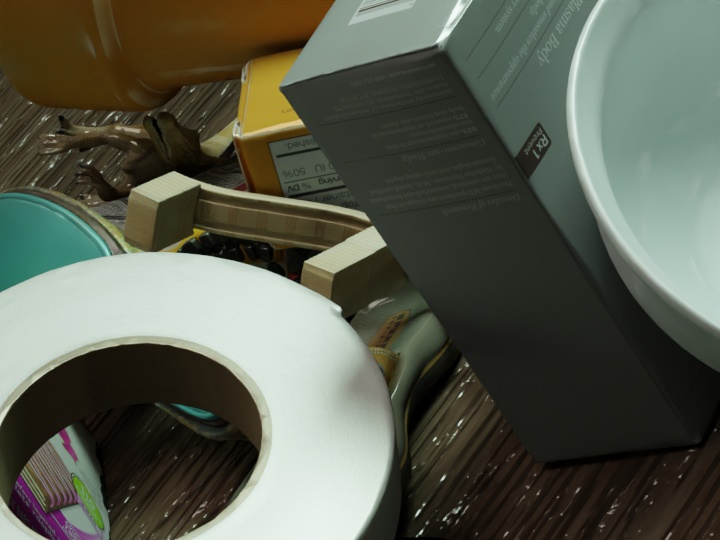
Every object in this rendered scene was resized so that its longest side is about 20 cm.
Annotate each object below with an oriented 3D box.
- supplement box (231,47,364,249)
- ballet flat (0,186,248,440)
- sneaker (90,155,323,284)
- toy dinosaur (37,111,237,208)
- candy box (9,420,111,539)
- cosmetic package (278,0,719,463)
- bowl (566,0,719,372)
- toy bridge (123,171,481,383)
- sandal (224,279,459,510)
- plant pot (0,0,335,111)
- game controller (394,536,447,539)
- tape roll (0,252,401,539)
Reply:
[{"bbox_3d":[0.049,-0.068,1.292,0.199,0.069,0.067,-8,33,9],"label":"supplement box"},{"bbox_3d":[-0.096,0.022,1.334,0.071,0.071,0.200,-44,48,-18],"label":"ballet flat"},{"bbox_3d":[-0.074,-0.008,1.407,0.199,0.078,0.082,-4,32,35],"label":"sneaker"},{"bbox_3d":[-0.100,-0.052,1.487,0.100,0.059,0.200,-4,4,8],"label":"toy dinosaur"},{"bbox_3d":[-0.163,0.086,1.271,0.061,0.137,0.200,-31,27,5],"label":"candy box"},{"bbox_3d":[0.068,-0.034,1.124,0.090,0.200,0.107,-13,36,41],"label":"cosmetic package"},{"bbox_3d":[0.166,-0.027,1.071,0.200,0.091,0.202,3,58,-4],"label":"bowl"},{"bbox_3d":[0.000,0.000,1.241,0.199,0.027,0.067,21,27,28],"label":"toy bridge"},{"bbox_3d":[-0.010,0.051,1.222,0.081,0.055,0.200,-15,27,34],"label":"sandal"},{"bbox_3d":[-0.054,-0.167,1.360,0.182,0.201,0.201,6,41,16],"label":"plant pot"},{"bbox_3d":[-0.039,0.173,1.085,0.104,0.042,0.200,2,44,51],"label":"game controller"},{"bbox_3d":[-0.083,0.075,1.106,0.201,0.037,0.204,-4,46,4],"label":"tape roll"}]
